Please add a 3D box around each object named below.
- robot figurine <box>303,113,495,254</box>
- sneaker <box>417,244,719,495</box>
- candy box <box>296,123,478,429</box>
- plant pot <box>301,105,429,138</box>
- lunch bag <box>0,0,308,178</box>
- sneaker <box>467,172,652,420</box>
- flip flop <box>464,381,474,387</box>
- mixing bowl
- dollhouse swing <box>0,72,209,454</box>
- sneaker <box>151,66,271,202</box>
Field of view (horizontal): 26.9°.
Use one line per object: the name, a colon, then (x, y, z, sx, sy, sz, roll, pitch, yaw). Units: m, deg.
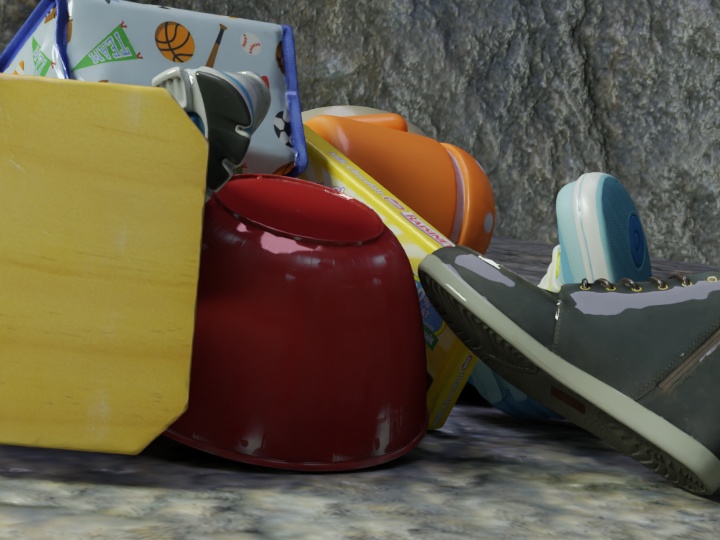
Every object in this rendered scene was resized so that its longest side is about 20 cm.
robot figurine: (0.013, -0.048, 1.091, 0.200, 0.117, 0.144, 11, 15, -28)
sneaker: (0.135, 0.026, 0.825, 0.200, 0.106, 0.075, 34, -15, 13)
candy box: (0.000, 0.000, 0.943, 0.200, 0.102, 0.026, 40, 24, 32)
plant pot: (-0.013, -0.015, 1.226, 0.200, 0.201, 0.135, 4, 39, -14)
lunch bag: (-0.154, -0.078, 0.965, 0.170, 0.124, 0.200, 6, -21, -33)
sneaker: (0.114, 0.027, 0.927, 0.130, 0.200, 0.080, 0, 40, 24)
flip flop: (0.059, 0.052, 1.106, 0.081, 0.058, 0.200, 5, 5, -10)
mixing bowl: (-0.046, 0.013, 0.830, 0.200, 0.109, 0.200, 13, 20, -5)
dollhouse swing: (-0.184, -0.012, 0.738, 0.175, 0.200, 0.182, 3, 5, -22)
sneaker: (-0.120, -0.037, 0.777, 0.200, 0.075, 0.087, -33, 5, 23)
